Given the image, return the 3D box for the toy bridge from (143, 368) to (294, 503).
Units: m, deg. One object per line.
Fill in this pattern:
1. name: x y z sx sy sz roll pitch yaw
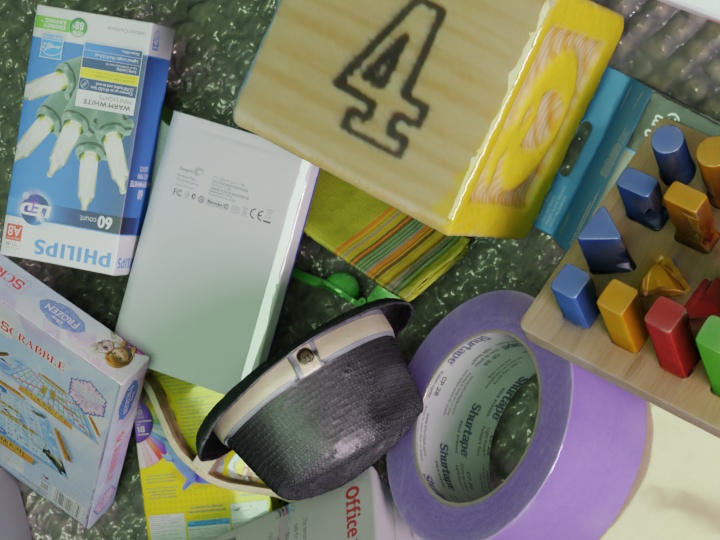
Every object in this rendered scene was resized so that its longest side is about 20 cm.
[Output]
1. toy bridge: -0.110 0.136 1.751 0.199 0.027 0.067 38 101 11

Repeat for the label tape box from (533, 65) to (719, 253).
1. label tape box: 0.226 -0.058 1.670 0.199 0.063 0.145 28 100 13

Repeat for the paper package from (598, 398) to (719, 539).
1. paper package: 0.252 0.207 1.655 0.190 0.103 0.201 35 103 12

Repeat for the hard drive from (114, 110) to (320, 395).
1. hard drive: -0.115 -0.012 1.718 0.131 0.025 0.202 17 94 23

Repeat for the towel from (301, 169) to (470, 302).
1. towel: -0.014 -0.051 1.726 0.199 0.086 0.018 35 140 20

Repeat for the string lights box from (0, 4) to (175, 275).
1. string lights box: -0.218 -0.104 1.741 0.102 0.059 0.202 10 93 13

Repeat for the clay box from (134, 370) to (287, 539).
1. clay box: -0.126 0.142 1.795 0.114 0.048 0.202 -6 89 16

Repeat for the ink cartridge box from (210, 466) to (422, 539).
1. ink cartridge box: -0.037 0.283 1.698 0.199 0.148 0.145 -25 124 16

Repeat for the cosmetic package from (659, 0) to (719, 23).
1. cosmetic package: 0.252 -0.210 1.582 0.150 0.200 0.052 21 99 15

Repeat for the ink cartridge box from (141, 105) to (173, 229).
1. ink cartridge box: -0.147 -0.052 1.785 0.200 0.059 0.104 38 101 12

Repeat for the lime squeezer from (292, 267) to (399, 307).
1. lime squeezer: 0.000 0.000 1.755 0.198 0.038 0.071 -7 91 18

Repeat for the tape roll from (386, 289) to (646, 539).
1. tape roll: 0.116 0.122 1.646 0.199 0.085 0.202 -27 53 42

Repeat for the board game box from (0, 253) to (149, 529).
1. board game box: -0.276 0.090 1.787 0.199 0.041 0.200 34 138 12

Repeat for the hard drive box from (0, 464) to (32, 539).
1. hard drive box: -0.354 0.282 1.857 0.155 0.077 0.202 -16 88 16

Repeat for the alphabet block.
1. alphabet block: 0.054 -0.152 1.641 0.199 0.195 0.198 28 101 19

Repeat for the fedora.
1. fedora: -0.024 0.110 1.646 0.200 0.200 0.092 -39 76 15

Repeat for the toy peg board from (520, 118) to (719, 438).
1. toy peg board: 0.236 -0.014 1.521 0.198 0.098 0.201 27 72 30
